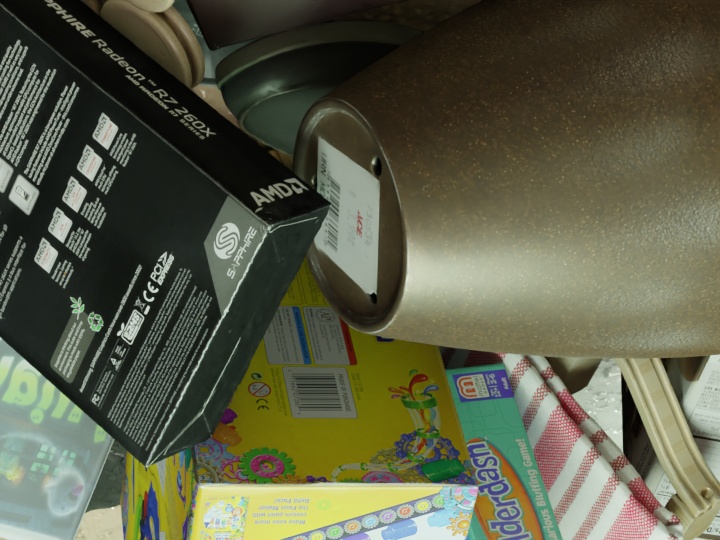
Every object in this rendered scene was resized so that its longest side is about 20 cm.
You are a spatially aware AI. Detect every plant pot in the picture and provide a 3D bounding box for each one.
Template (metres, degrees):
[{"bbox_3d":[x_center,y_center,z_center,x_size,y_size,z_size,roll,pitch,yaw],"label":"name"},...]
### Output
[{"bbox_3d":[0.080,-0.040,0.997,0.199,0.187,0.187,-13,146,-26],"label":"plant pot"}]

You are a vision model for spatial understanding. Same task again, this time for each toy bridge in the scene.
[{"bbox_3d":[0.103,0.035,1.162,0.027,0.200,0.067,-24,155,-30],"label":"toy bridge"}]

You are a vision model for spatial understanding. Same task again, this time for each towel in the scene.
[{"bbox_3d":[0.072,0.087,1.199,0.030,0.200,0.147,-28,159,-30],"label":"towel"}]

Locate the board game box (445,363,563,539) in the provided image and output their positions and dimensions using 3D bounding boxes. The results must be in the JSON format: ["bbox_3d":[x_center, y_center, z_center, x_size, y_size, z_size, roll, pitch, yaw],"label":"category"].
[{"bbox_3d":[0.046,0.164,1.173,0.045,0.153,0.201,-5,143,-18],"label":"board game box"}]

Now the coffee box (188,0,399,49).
[{"bbox_3d":[0.016,-0.174,0.977,0.199,0.080,0.113,-12,125,19],"label":"coffee box"}]

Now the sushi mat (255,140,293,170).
[{"bbox_3d":[0.000,0.000,1.247,0.095,0.012,0.201,-9,137,14],"label":"sushi mat"}]

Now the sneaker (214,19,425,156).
[{"bbox_3d":[0.023,-0.038,1.079,0.199,0.107,0.075,13,151,-44],"label":"sneaker"}]

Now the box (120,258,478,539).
[{"bbox_3d":[-0.038,0.102,1.137,0.121,0.201,0.193,1,128,-13],"label":"box"}]

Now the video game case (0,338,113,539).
[{"bbox_3d":[-0.174,0.027,1.150,0.023,0.183,0.200,21,178,40],"label":"video game case"}]

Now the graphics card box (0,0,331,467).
[{"bbox_3d":[-0.118,-0.032,0.997,0.200,0.051,0.126,39,119,20],"label":"graphics card box"}]

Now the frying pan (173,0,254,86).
[{"bbox_3d":[-0.042,-0.102,1.130,0.115,0.031,0.190,-28,125,33],"label":"frying pan"}]

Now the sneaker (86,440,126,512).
[{"bbox_3d":[-0.115,0.076,1.316,0.199,0.060,0.104,-20,131,33],"label":"sneaker"}]

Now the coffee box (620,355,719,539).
[{"bbox_3d":[0.187,0.028,1.180,0.079,0.114,0.201,9,139,-7],"label":"coffee box"}]

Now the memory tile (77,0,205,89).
[{"bbox_3d":[-0.138,-0.127,1.036,0.199,0.017,0.154,32,149,29],"label":"memory tile"}]
